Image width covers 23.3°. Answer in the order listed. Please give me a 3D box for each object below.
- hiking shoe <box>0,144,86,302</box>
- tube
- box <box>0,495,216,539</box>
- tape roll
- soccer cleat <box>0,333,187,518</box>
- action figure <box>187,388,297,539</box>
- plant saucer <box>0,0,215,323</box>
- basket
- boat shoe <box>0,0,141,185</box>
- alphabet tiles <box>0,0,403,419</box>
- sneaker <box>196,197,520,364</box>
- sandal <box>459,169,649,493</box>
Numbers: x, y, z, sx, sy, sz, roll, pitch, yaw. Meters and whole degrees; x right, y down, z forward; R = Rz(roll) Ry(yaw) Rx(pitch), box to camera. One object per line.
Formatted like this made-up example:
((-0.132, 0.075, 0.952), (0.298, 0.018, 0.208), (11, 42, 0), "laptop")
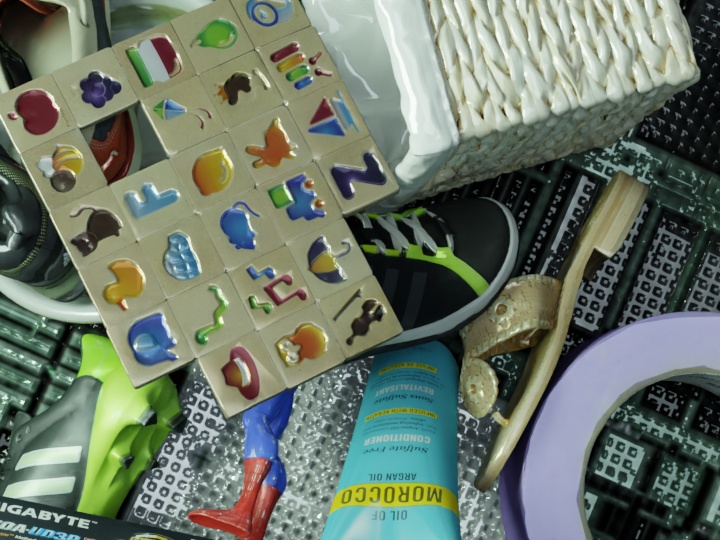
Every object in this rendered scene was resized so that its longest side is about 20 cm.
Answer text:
((-0.229, -0.053, 0.934), (0.200, 0.101, 0.076), (24, 86, 24), "hiking shoe")
((0.022, 0.105, 0.924), (0.077, 0.200, 0.050), (-7, 117, 10), "tube")
((-0.143, 0.227, 0.925), (0.159, 0.046, 0.200), (12, 114, -3), "box")
((0.182, 0.125, 0.987), (0.200, 0.085, 0.200), (0, 83, -4), "tape roll")
((-0.175, 0.129, 0.976), (0.081, 0.068, 0.200), (34, 92, 31), "soccer cleat")
((-0.071, 0.056, 0.975), (0.099, 0.065, 0.200), (13, 58, 13), "action figure")
((-0.134, -0.065, 0.982), (0.200, 0.050, 0.200), (-5, 77, 20), "plant saucer")
((0.061, -0.154, 0.955), (0.161, 0.198, 0.200), (-16, 85, -10), "basket")
((-0.175, -0.130, 0.951), (0.071, 0.063, 0.200), (-29, 64, 15), "boat shoe")
((-0.067, -0.035, 0.882), (0.167, 0.008, 0.200), (-26, 80, -13), "alphabet tiles")
((0.000, 0.000, 0.922), (0.200, 0.083, 0.072), (-25, 51, -19), "sneaker")
((0.087, 0.021, 0.991), (0.070, 0.078, 0.212), (30, 68, 1), "sandal")
